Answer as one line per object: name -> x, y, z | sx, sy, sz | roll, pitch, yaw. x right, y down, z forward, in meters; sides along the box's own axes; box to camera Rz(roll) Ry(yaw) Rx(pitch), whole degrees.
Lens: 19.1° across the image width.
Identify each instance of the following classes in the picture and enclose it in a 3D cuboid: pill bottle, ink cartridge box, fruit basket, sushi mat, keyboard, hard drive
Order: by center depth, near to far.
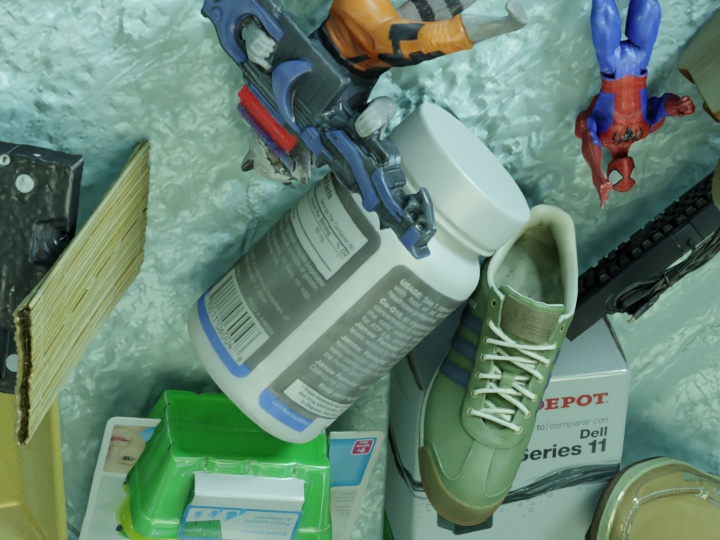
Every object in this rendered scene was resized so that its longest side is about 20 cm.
hard drive -> -0.264, -0.013, 1.220 | 0.198, 0.038, 0.141 | 9, 104, 2
sushi mat -> -0.157, 0.009, 1.224 | 0.012, 0.200, 0.096 | 12, 121, 9
pill bottle -> 0.000, 0.000, 1.295 | 0.200, 0.114, 0.114 | -43, 122, 16
keyboard -> 0.200, -0.025, 1.321 | 0.200, 0.127, 0.021 | -40, 104, 12
fruit basket -> -0.092, 0.175, 1.403 | 0.183, 0.094, 0.201 | 6, 124, -16
ink cartridge box -> 0.094, 0.128, 1.419 | 0.145, 0.083, 0.202 | -6, 123, -10

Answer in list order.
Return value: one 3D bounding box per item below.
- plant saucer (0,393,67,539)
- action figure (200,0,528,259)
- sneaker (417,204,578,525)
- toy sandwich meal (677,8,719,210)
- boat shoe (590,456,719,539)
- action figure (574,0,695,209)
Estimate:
plant saucer -> -0.288, 0.104, 1.338 | 0.198, 0.049, 0.202 | -5, 123, -11
action figure -> 0.014, -0.106, 1.225 | 0.193, 0.201, 0.104 | -38, 167, 21
sneaker -> 0.086, 0.047, 1.289 | 0.067, 0.202, 0.090 | 20, 148, -4
toy sandwich meal -> 0.255, -0.119, 1.228 | 0.070, 0.205, 0.205 | 40, 108, -12
boat shoe -> 0.229, 0.169, 1.430 | 0.199, 0.076, 0.072 | 4, 110, -53
action figure -> 0.162, -0.121, 1.267 | 0.065, 0.099, 0.201 | -8, 126, -6
